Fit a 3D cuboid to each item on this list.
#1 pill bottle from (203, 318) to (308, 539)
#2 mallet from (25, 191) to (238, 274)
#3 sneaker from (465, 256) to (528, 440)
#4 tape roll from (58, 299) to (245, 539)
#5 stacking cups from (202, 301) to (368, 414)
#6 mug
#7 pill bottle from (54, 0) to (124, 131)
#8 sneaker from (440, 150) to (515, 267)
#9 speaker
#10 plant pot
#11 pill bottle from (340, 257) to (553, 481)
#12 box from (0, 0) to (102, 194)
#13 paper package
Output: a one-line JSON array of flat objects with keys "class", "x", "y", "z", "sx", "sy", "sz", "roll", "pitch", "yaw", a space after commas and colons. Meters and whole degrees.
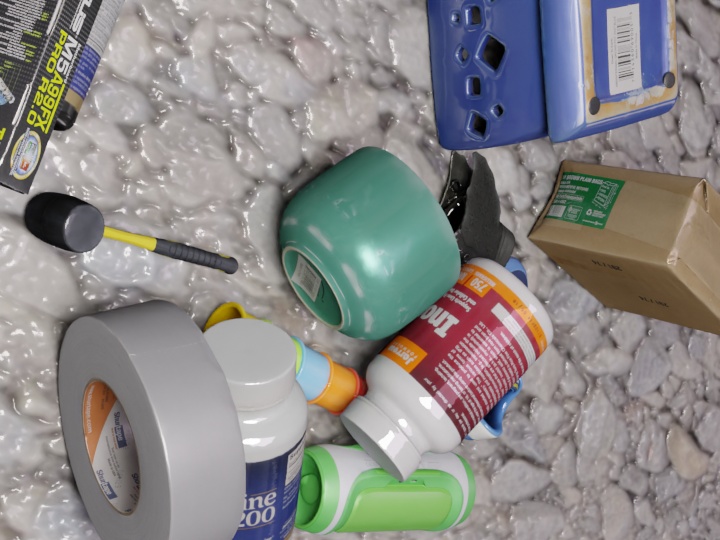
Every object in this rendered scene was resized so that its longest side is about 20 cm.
[{"class": "pill bottle", "x": -0.101, "y": 0.146, "z": 0.954, "sx": 0.110, "sy": 0.111, "sz": 0.203, "roll": -19, "pitch": 132, "yaw": -34}, {"class": "mallet", "x": -0.173, "y": -0.022, "z": 0.933, "sx": 0.198, "sy": 0.065, "sz": 0.042, "roll": 16, "pitch": 90, "yaw": -39}, {"class": "sneaker", "x": 0.143, "y": 0.085, "z": 1.194, "sx": 0.073, "sy": 0.082, "sz": 0.204, "roll": 21, "pitch": 84, "yaw": -37}, {"class": "tape roll", "x": -0.166, "y": 0.128, "z": 0.883, "sx": 0.065, "sy": 0.199, "sz": 0.204, "roll": -12, "pitch": 107, "yaw": -35}, {"class": "stacking cups", "x": -0.055, "y": 0.089, "z": 1.055, "sx": 0.198, "sy": 0.060, "sz": 0.061, "roll": 27, "pitch": 83, "yaw": -41}, {"class": "mug", "x": 0.004, "y": -0.002, "z": 1.022, "sx": 0.114, "sy": 0.151, "sz": 0.187, "roll": -35, "pitch": 119, "yaw": -23}, {"class": "pill bottle", "x": -0.224, "y": -0.215, "z": 0.825, "sx": 0.111, "sy": 0.111, "sz": 0.203, "roll": 25, "pitch": 84, "yaw": -38}, {"class": "sneaker", "x": 0.095, "y": -0.011, "z": 1.154, "sx": 0.104, "sy": 0.059, "sz": 0.202, "roll": 40, "pitch": 70, "yaw": -36}, {"class": "speaker", "x": 0.020, "y": 0.215, "z": 1.121, "sx": 0.197, "sy": 0.088, "sz": 0.090, "roll": 9, "pitch": 94, "yaw": -39}, {"class": "plant pot", "x": 0.195, "y": -0.227, "z": 1.110, "sx": 0.198, "sy": 0.178, "sz": 0.204, "roll": -17, "pitch": 109, "yaw": -35}, {"class": "pill bottle", "x": 0.078, "y": 0.094, "z": 1.061, "sx": 0.200, "sy": 0.112, "sz": 0.114, "roll": -45, "pitch": 123, "yaw": -14}, {"class": "box", "x": -0.281, "y": -0.159, "z": 0.747, "sx": 0.044, "sy": 0.197, "sz": 0.163, "roll": 35, "pitch": 74, "yaw": -75}, {"class": "paper package", "x": 0.317, "y": -0.025, "z": 1.233, "sx": 0.190, "sy": 0.199, "sz": 0.105, "roll": 36, "pitch": 78, "yaw": -37}]
